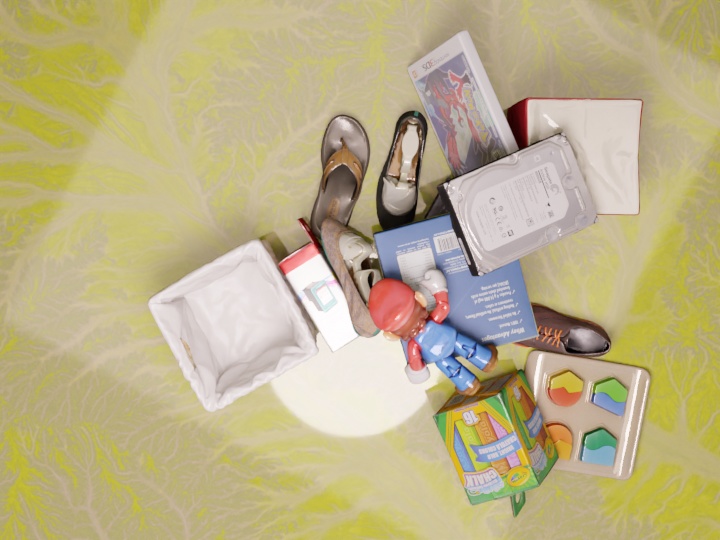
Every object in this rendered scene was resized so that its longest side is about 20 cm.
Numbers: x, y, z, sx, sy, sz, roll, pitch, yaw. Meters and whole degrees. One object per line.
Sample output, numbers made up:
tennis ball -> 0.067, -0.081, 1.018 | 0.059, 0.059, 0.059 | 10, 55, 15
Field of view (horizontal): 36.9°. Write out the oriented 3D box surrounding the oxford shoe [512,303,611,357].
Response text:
oxford shoe -> 0.299, 0.094, 1.702 | 0.198, 0.073, 0.072 | 8, 95, 0

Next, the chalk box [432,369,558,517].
chalk box -> 0.221, 0.278, 1.673 | 0.123, 0.125, 0.201 | -23, 94, 28

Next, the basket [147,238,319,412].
basket -> -0.189, 0.078, 1.659 | 0.199, 0.161, 0.199 | -29, 93, 1

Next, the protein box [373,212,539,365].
protein box -> 0.137, 0.018, 1.590 | 0.197, 0.135, 0.201 | -15, 93, 1

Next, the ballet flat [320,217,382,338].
ballet flat -> 0.000, 0.000, 1.612 | 0.067, 0.068, 0.201 | -37, 68, 43

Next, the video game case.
video game case -> 0.152, -0.242, 1.629 | 0.023, 0.182, 0.201 | -26, 94, -22

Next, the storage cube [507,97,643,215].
storage cube -> 0.317, -0.168, 1.631 | 0.198, 0.180, 0.172 | 1, 94, -1

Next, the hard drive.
hard drive -> 0.221, -0.093, 1.503 | 0.199, 0.038, 0.141 | -23, 95, -15

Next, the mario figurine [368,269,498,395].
mario figurine -> 0.094, 0.080, 1.502 | 0.200, 0.106, 0.124 | 40, 58, -11

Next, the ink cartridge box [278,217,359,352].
ink cartridge box -> -0.067, 0.020, 1.676 | 0.067, 0.116, 0.201 | -31, 93, 2

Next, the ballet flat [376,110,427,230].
ballet flat -> 0.063, -0.152, 1.688 | 0.067, 0.068, 0.202 | 8, 94, -1

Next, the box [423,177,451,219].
box -> 0.146, -0.024, 1.692 | 0.141, 0.079, 0.201 | 30, 93, 2

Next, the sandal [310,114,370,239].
sandal -> -0.034, -0.146, 1.690 | 0.081, 0.055, 0.201 | 16, 84, -5

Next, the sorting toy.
sorting toy -> 0.353, 0.234, 1.730 | 0.198, 0.036, 0.187 | 10, 94, 0
